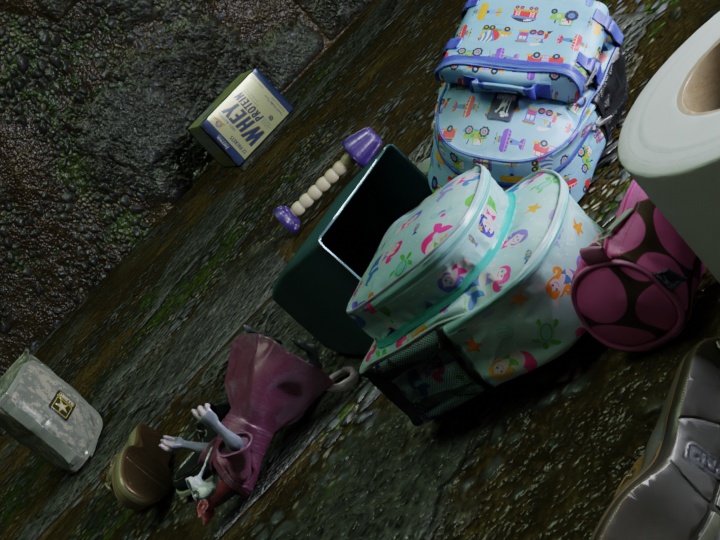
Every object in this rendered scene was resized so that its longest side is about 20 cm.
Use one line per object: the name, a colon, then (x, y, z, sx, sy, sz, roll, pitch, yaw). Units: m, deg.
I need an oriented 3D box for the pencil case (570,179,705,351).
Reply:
pencil case: (0.214, -0.042, 0.802, 0.090, 0.094, 0.201, -27, 23, 46)

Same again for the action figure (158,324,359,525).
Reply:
action figure: (-0.113, 0.163, 1.136, 0.134, 0.147, 0.202, -15, 53, 69)

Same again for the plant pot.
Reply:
plant pot: (0.000, 0.000, 1.157, 0.142, 0.141, 0.200, -55, 12, -32)

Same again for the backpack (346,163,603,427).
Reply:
backpack: (0.098, 0.009, 0.887, 0.199, 0.151, 0.178, -25, 23, 37)

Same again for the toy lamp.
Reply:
toy lamp: (-0.047, -0.141, 1.744, 0.200, 0.058, 0.058, -44, 16, 13)

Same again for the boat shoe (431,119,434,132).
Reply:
boat shoe: (0.137, -0.160, 1.295, 0.071, 0.064, 0.200, -49, 17, -14)

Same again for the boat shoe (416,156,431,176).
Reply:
boat shoe: (0.071, -0.067, 1.271, 0.199, 0.070, 0.064, -38, 57, 38)

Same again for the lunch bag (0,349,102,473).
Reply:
lunch bag: (-0.490, 0.224, 1.744, 0.118, 0.164, 0.200, -48, 17, -8)

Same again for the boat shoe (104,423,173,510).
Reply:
boat shoe: (-0.266, 0.246, 1.335, 0.065, 0.071, 0.200, -50, 8, 4)

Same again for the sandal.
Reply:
sandal: (0.161, 0.119, 0.583, 0.201, 0.081, 0.055, -59, 6, -36)

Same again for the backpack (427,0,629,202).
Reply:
backpack: (0.149, -0.150, 1.074, 0.180, 0.135, 0.201, 15, 60, 25)

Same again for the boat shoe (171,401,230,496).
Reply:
boat shoe: (-0.145, 0.165, 1.222, 0.199, 0.066, 0.075, -40, 17, 18)

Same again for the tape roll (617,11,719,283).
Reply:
tape roll: (0.273, -0.080, 0.670, 0.202, 0.139, 0.203, -41, 16, 15)

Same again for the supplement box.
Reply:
supplement box: (-0.297, -0.371, 2.751, 0.200, 0.134, 0.199, -48, 17, -9)
